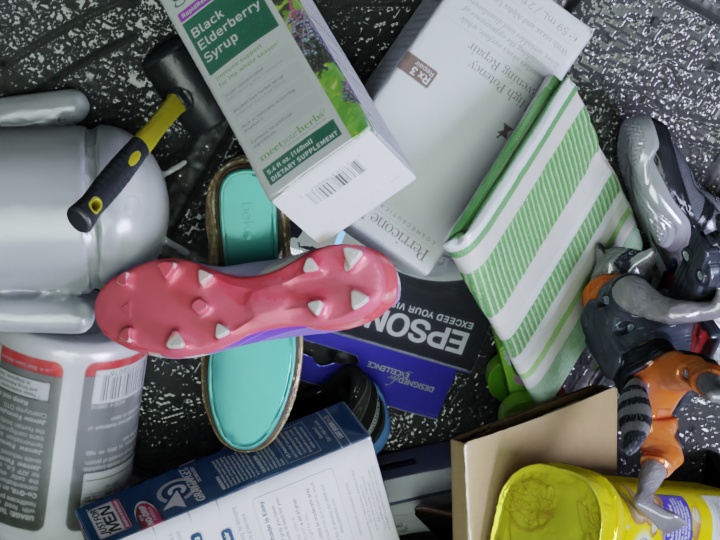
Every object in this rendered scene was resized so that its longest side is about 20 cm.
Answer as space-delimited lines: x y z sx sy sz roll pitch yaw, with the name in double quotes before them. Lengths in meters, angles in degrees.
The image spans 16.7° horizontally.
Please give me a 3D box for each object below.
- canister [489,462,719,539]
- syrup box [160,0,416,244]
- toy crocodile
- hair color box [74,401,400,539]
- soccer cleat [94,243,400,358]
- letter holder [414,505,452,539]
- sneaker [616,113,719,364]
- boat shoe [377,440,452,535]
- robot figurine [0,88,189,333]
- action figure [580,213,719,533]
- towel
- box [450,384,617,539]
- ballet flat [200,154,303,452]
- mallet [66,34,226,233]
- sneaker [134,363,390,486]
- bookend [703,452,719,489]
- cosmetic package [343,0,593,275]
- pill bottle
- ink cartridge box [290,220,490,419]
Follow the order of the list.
"canister" 0.174 0.209 1.653 0.200 0.086 0.149 10 91 -51
"syrup box" -0.050 -0.123 1.566 0.079 0.200 0.081 -34 149 9
"toy crocodile" 0.132 0.117 1.744 0.062 0.068 0.200 -16 117 1
"hair color box" -0.082 0.175 1.655 0.200 0.061 0.100 -21 119 -12
"soccer cleat" -0.071 0.021 1.580 0.200 0.076 0.067 -9 78 15
"letter holder" 0.073 0.253 1.753 0.200 0.142 0.101 44 64 -44
"sneaker" 0.256 -0.037 1.699 0.114 0.075 0.200 -25 114 1
"boat shoe" 0.006 0.173 1.753 0.200 0.074 0.065 -9 107 -1
"robot figurine" -0.214 -0.040 1.629 0.200 0.113 0.170 -1 77 -4
"action figure" 0.197 0.041 1.597 0.104 0.194 0.200 1 128 -17
"towel" 0.125 -0.018 1.631 0.153 0.023 0.200 -58 146 -19
"box" 0.121 0.192 1.670 0.163 0.021 0.200 -17 110 -46
"ballet flat" -0.072 0.020 1.642 0.070 0.065 0.200 3 101 -3
"mallet" -0.145 -0.091 1.581 0.041 0.200 0.066 -23 103 33
"sneaker" -0.076 0.122 1.711 0.199 0.071 0.083 -25 126 -13
"bookend" 0.347 0.247 1.803 0.200 0.092 0.199 4 110 -8
"cosmetic package" 0.053 -0.104 1.621 0.102 0.074 0.200 34 86 -11
"pill bottle" -0.212 0.121 1.690 0.114 0.114 0.200 7 110 -8
"ink cartridge box" 0.000 0.000 1.703 0.198 0.043 0.200 16 110 -12
